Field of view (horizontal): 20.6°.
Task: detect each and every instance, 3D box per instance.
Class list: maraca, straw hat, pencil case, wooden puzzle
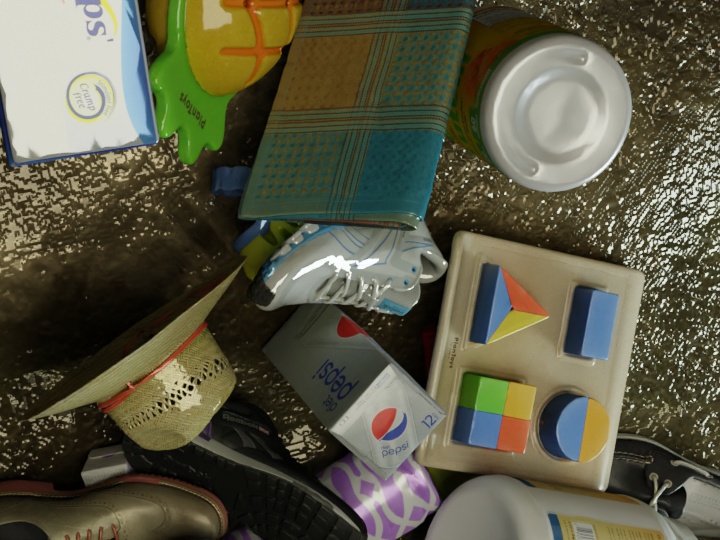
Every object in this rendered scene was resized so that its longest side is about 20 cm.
[{"bbox_3d":[-0.102,-0.175,1.401,0.137,0.107,0.201,45,58,-58],"label":"maraca"},{"bbox_3d":[-0.140,0.081,1.429,0.201,0.201,0.085,-37,97,-4],"label":"straw hat"},{"bbox_3d":[-0.033,0.202,1.568,0.200,0.086,0.084,-29,126,-8],"label":"pencil case"},{"bbox_3d":[0.144,0.076,1.567,0.200,0.046,0.186,12,87,-32],"label":"wooden puzzle"}]

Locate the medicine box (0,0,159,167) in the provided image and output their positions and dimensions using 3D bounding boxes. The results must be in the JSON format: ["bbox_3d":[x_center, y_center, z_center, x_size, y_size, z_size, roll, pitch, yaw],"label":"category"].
[{"bbox_3d":[-0.207,-0.186,1.328,0.103,0.200,0.183,-10,109,-9],"label":"medicine box"}]

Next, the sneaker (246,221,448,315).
[{"bbox_3d":[0.000,0.000,1.462,0.200,0.075,0.087,-25,73,-48],"label":"sneaker"}]

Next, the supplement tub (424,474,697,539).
[{"bbox_3d":[0.163,0.243,1.563,0.200,0.145,0.145,13,102,-34],"label":"supplement tub"}]

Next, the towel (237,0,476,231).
[{"bbox_3d":[0.001,-0.121,1.417,0.022,0.146,0.201,47,53,-53],"label":"towel"}]

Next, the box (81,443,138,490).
[{"bbox_3d":[-0.166,0.231,1.552,0.041,0.039,0.201,-13,111,12],"label":"box"}]

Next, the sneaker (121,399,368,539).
[{"bbox_3d":[-0.075,0.143,1.509,0.200,0.088,0.076,30,133,-1],"label":"sneaker"}]

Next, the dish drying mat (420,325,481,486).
[{"bbox_3d":[0.101,0.133,1.625,0.077,0.018,0.201,-16,110,-14],"label":"dish drying mat"}]

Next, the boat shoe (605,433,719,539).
[{"bbox_3d":[0.261,0.193,1.671,0.200,0.060,0.074,22,99,-22],"label":"boat shoe"}]

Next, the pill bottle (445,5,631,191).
[{"bbox_3d":[0.110,-0.133,1.449,0.111,0.200,0.111,-5,107,-16],"label":"pill bottle"}]

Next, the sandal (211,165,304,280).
[{"bbox_3d":[-0.037,-0.089,1.486,0.087,0.079,0.200,44,81,4],"label":"sandal"}]

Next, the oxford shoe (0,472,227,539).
[{"bbox_3d":[-0.199,0.200,1.480,0.199,0.075,0.071,-5,113,12],"label":"oxford shoe"}]

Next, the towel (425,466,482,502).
[{"bbox_3d":[0.113,0.199,1.631,0.086,0.018,0.200,-27,114,-12],"label":"towel"}]

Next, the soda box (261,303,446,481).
[{"bbox_3d":[-0.008,0.081,1.476,0.063,0.200,0.068,43,90,-22],"label":"soda box"}]
